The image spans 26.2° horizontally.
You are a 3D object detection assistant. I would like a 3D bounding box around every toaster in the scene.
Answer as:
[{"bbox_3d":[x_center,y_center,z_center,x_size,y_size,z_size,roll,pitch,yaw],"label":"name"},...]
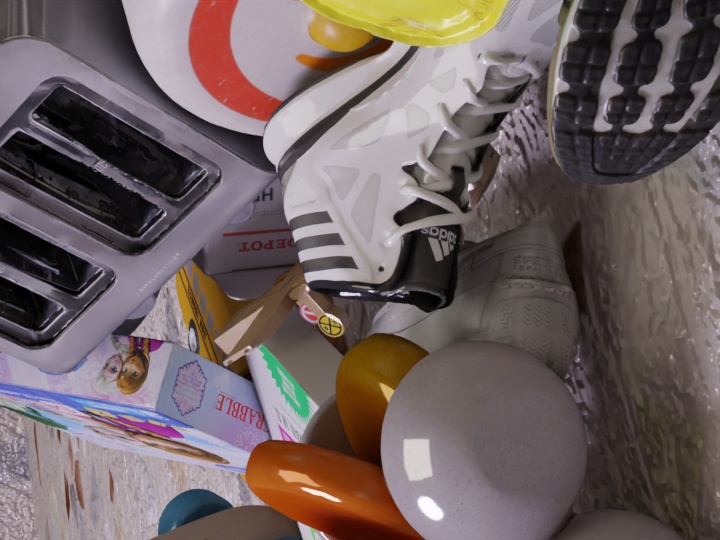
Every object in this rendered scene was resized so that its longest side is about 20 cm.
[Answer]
[{"bbox_3d":[-0.156,-0.066,0.760,0.181,0.199,0.119,-40,40,24],"label":"toaster"}]

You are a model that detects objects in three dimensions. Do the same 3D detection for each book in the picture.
[{"bbox_3d":[-0.001,0.124,0.845,0.134,0.048,0.201,41,152,55],"label":"book"}]

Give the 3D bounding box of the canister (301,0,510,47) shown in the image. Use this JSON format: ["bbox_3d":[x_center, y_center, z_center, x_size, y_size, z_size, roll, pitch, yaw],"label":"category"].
[{"bbox_3d":[0.039,-0.200,0.526,0.149,0.086,0.201,109,178,-60],"label":"canister"}]

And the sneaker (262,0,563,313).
[{"bbox_3d":[0.045,-0.050,0.628,0.200,0.075,0.116,-35,57,37],"label":"sneaker"}]

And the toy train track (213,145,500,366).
[{"bbox_3d":[0.000,0.000,0.742,0.033,0.115,0.200,46,134,-11],"label":"toy train track"}]

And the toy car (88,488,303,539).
[{"bbox_3d":[-0.104,0.288,1.113,0.184,0.176,0.201,10,119,58],"label":"toy car"}]

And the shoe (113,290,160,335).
[{"bbox_3d":[-0.155,-0.061,0.923,0.091,0.071,0.202,-131,44,-60],"label":"shoe"}]

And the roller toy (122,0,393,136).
[{"bbox_3d":[-0.018,-0.154,0.685,0.183,0.198,0.140,94,161,-57],"label":"roller toy"}]

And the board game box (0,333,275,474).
[{"bbox_3d":[-0.137,0.079,0.932,0.199,0.199,0.041,6,74,33],"label":"board game box"}]

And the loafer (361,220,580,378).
[{"bbox_3d":[0.049,0.022,0.732,0.200,0.069,0.070,158,119,-68],"label":"loafer"}]

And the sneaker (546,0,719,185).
[{"bbox_3d":[0.101,-0.130,0.540,0.089,0.076,0.201,-116,33,-64],"label":"sneaker"}]

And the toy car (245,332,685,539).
[{"bbox_3d":[0.032,0.132,0.627,0.200,0.150,0.175,52,157,-2],"label":"toy car"}]

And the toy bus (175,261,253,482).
[{"bbox_3d":[-0.076,0.053,1.084,0.201,0.065,0.079,-117,29,-45],"label":"toy bus"}]

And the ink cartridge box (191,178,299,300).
[{"bbox_3d":[-0.053,-0.049,0.910,0.200,0.115,0.068,-140,48,-61],"label":"ink cartridge box"}]
